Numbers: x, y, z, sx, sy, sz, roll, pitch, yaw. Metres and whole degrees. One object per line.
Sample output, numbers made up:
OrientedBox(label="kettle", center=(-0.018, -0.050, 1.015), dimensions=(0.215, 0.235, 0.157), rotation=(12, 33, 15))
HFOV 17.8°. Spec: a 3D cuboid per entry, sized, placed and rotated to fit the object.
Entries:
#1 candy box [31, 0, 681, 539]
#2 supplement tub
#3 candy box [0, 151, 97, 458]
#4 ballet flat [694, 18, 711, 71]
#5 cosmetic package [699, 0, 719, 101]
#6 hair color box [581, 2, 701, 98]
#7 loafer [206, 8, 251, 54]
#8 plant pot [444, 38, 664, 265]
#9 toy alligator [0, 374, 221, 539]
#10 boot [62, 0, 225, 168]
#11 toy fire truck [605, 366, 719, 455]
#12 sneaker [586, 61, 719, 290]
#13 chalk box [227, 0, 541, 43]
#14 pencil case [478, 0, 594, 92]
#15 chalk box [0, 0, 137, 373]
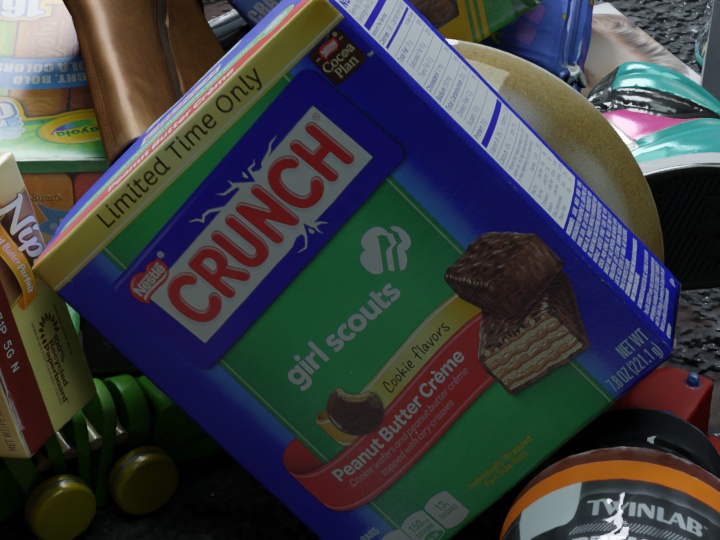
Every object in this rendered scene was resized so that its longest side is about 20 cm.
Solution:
OrientedBox(label="candy box", center=(0.001, 0.002, 0.925), dimensions=(0.200, 0.169, 0.077), rotation=(44, 21, -9))
OrientedBox(label="supplement tub", center=(0.098, 0.140, 0.870), dimensions=(0.107, 0.107, 0.200), rotation=(7, 36, 6))
OrientedBox(label="candy box", center=(-0.218, 0.014, 0.969), dimensions=(0.199, 0.116, 0.055), rotation=(0, 28, 32))
OrientedBox(label="ballet flat", center=(0.273, -0.143, 1.309), dimensions=(0.200, 0.074, 0.074), rotation=(-15, 39, -28))
OrientedBox(label="cosmetic package", center=(0.205, -0.122, 1.157), dimensions=(0.051, 0.200, 0.083), rotation=(17, 38, 19))
OrientedBox(label="hair color box", center=(0.072, -0.074, 1.203), dimensions=(0.199, 0.061, 0.100), rotation=(-17, 40, -25))
OrientedBox(label="loafer", center=(-0.028, -0.145, 1.206), dimensions=(0.200, 0.070, 0.068), rotation=(-37, 11, 8))
OrientedBox(label="plant pot", center=(0.028, 0.001, 0.977), dimensions=(0.199, 0.201, 0.028), rotation=(6, 23, 6))
OrientedBox(label="toy alligator", center=(-0.098, 0.066, 1.004), dimensions=(0.200, 0.054, 0.059), rotation=(-18, 41, -26))
OrientedBox(label="boot", center=(-0.071, -0.115, 1.066), dimensions=(0.188, 0.068, 0.200), rotation=(17, 39, -53))
OrientedBox(label="toy fire truck", center=(0.193, 0.070, 0.941), dimensions=(0.200, 0.141, 0.049), rotation=(19, 39, 22))
OrientedBox(label="sneaker", center=(0.090, -0.045, 1.029), dimensions=(0.199, 0.084, 0.121), rotation=(3, 22, 6))
OrientedBox(label="chalk box", center=(-0.015, -0.193, 1.060), dimensions=(0.124, 0.200, 0.125), rotation=(-30, 24, 29))
OrientedBox(label="pencil case", center=(0.080, -0.123, 1.151), dimensions=(0.087, 0.078, 0.200), rotation=(-15, 31, 24))
OrientedBox(label="chalk box", center=(-0.161, -0.032, 1.078), dimensions=(0.124, 0.124, 0.200), rotation=(-1, 36, -5))
